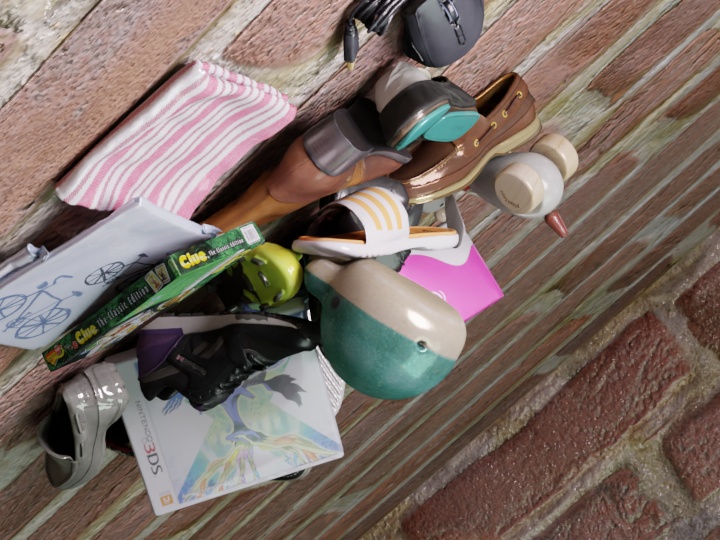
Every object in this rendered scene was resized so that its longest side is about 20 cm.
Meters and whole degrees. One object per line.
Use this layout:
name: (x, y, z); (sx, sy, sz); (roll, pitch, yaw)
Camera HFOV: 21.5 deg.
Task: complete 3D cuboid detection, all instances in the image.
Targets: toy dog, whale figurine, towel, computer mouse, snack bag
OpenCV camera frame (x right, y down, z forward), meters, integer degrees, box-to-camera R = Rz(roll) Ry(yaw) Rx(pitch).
toy dog: (0.143, -0.070, 1.914); (0.131, 0.097, 0.200); (-30, -165, -20)
whale figurine: (0.007, 0.046, 1.666); (0.158, 0.200, 0.104); (28, 94, -29)
towel: (-0.135, -0.093, 1.447); (0.146, 0.030, 0.200); (-42, 166, 12)
computer mouse: (0.049, -0.194, 1.551); (0.140, 0.046, 0.200); (-37, 166, -11)
snack bag: (-0.222, 0.001, 1.493); (0.199, 0.022, 0.188); (-31, 166, 10)

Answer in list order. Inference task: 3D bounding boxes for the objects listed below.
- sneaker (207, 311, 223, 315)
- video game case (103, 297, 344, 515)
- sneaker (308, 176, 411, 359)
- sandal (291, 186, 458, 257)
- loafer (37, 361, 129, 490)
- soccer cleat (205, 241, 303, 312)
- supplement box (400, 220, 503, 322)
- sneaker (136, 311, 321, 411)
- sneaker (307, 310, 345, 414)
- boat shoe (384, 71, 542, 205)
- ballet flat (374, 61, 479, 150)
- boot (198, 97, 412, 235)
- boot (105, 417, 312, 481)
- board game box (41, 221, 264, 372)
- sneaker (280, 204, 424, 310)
sneaker: (-0.134, 0.083, 1.910); (0.100, 0.075, 0.200); (-46, 165, 30)
video game case: (-0.129, 0.134, 1.840); (0.198, 0.022, 0.183); (-17, 120, -6)
sneaker: (0.000, 0.000, 1.793); (0.090, 0.076, 0.201); (2, 121, -13)
sandal: (0.013, -0.046, 1.690); (0.079, 0.060, 0.206); (5, -173, 36)
loafer: (-0.277, 0.153, 1.805); (0.069, 0.070, 0.200); (-17, 153, -31)
soccer cleat: (-0.084, -0.002, 1.729); (0.083, 0.065, 0.200); (-32, -177, -19)
supplement box: (0.057, 0.026, 2.053); (0.103, 0.102, 0.200); (-32, 180, -23)
sneaker: (-0.118, 0.084, 1.716); (0.199, 0.088, 0.076); (-3, 171, 36)
sneaker: (-0.049, 0.062, 1.986); (0.114, 0.072, 0.202); (-10, -120, 68)
boat shoe: (0.093, -0.129, 1.845); (0.200, 0.072, 0.068); (-34, 123, -30)
ballet flat: (0.048, -0.144, 1.651); (0.068, 0.069, 0.200); (-41, 173, 14)
boot: (-0.059, -0.063, 1.664); (0.200, 0.069, 0.188); (-37, 180, 20)
boot: (-0.162, 0.170, 1.912); (0.153, 0.202, 0.074); (-1, 107, -60)
board game box: (-0.175, 0.023, 1.578); (0.200, 0.024, 0.104); (-34, 172, 41)
sneaker: (-0.021, -0.023, 1.861); (0.200, 0.076, 0.079); (-39, 164, 2)
